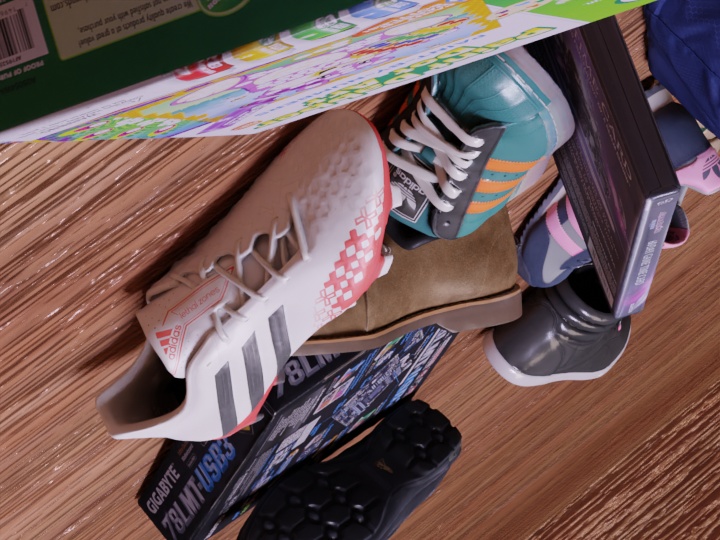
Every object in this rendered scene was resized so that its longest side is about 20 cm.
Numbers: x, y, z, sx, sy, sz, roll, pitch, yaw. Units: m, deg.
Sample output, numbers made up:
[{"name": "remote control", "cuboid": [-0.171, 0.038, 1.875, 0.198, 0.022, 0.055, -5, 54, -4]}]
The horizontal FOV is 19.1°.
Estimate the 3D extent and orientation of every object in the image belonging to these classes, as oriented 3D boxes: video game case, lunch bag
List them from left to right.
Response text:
[{"name": "video game case", "cuboid": [0.103, -0.069, 0.963, 0.019, 0.143, 0.200, -18, 165, -3]}, {"name": "lunch bag", "cuboid": [0.251, -0.124, 1.209, 0.136, 0.132, 0.200, -41, 166, 2]}]

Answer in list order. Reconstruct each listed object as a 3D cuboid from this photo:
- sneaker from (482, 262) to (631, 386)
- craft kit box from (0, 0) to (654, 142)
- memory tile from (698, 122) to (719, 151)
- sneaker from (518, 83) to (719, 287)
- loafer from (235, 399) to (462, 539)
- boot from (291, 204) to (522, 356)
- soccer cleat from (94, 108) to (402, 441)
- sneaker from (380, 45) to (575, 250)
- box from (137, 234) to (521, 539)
[{"name": "sneaker", "cuboid": [0.182, 0.032, 1.648, 0.099, 0.071, 0.200, -43, 163, 30]}, {"name": "craft kit box", "cuboid": [0.010, -0.088, 0.655, 0.199, 0.049, 0.197, -17, -179, 21]}, {"name": "memory tile", "cuboid": [0.269, -0.125, 1.512, 0.200, 0.017, 0.153, -48, 165, 25]}, {"name": "sneaker", "cuboid": [0.164, -0.031, 1.374, 0.070, 0.082, 0.200, -32, 165, -33]}, {"name": "loafer", "cuboid": [-0.009, 0.145, 1.290, 0.200, 0.068, 0.070, -32, 158, -49]}, {"name": "boot", "cuboid": [0.000, 0.000, 1.096, 0.200, 0.074, 0.076, -13, 108, -39]}, {"name": "soccer cleat", "cuboid": [-0.052, 0.009, 0.946, 0.085, 0.069, 0.200, -8, 146, -41]}, {"name": "sneaker", "cuboid": [0.045, -0.055, 0.989, 0.080, 0.071, 0.200, -41, 168, -10]}, {"name": "box", "cuboid": [-0.020, 0.062, 1.237, 0.198, 0.050, 0.200, -34, 167, -33]}]
